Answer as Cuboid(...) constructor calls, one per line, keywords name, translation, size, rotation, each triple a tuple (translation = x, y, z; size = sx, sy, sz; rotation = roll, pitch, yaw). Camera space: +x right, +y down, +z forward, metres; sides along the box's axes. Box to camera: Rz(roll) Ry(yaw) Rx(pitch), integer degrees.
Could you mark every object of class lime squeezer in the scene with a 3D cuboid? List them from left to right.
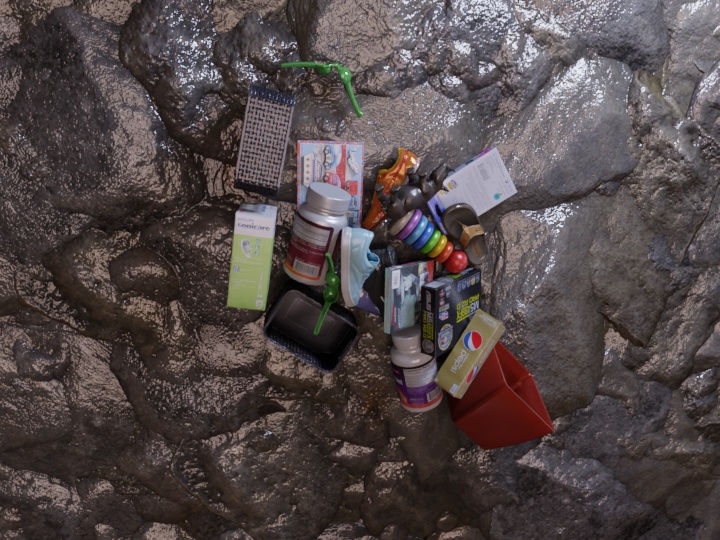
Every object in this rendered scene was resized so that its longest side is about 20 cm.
Cuboid(name="lime squeezer", translation=(-0.072, 0.038, 1.185), size=(0.070, 0.038, 0.202), rotation=(-23, 134, -44))
Cuboid(name="lime squeezer", translation=(-0.066, -0.411, 1.162), size=(0.198, 0.038, 0.071), rotation=(29, 132, -13))

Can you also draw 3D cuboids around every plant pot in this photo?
Cuboid(name="plant pot", translation=(0.320, 0.312, 1.336), size=(0.176, 0.201, 0.200), rotation=(-39, 113, 19))

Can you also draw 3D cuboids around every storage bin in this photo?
Cuboid(name="storage bin", translation=(-0.196, -0.265, 1.125), size=(0.092, 0.135, 0.203), rotation=(10, 104, -10))
Cuboid(name="storage bin", translation=(-0.115, 0.129, 1.279), size=(0.199, 0.094, 0.136), rotation=(32, 99, -15))

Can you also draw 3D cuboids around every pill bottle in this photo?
Cuboid(name="pill bottle", translation=(-0.093, -0.081, 1.197), size=(0.112, 0.115, 0.202), rotation=(14, 113, -11))
Cuboid(name="pill bottle", translation=(0.131, 0.227, 1.318), size=(0.110, 0.112, 0.203), rotation=(-14, 113, -3))

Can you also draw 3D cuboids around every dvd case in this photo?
Cuboid(name="dvd case", translation=(0.124, 0.052, 1.256), size=(0.199, 0.022, 0.149), rotation=(-14, 108, -48))

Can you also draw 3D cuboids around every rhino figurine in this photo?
Cuboid(name="rhino figurine", translation=(0.124, -0.177, 1.181), size=(0.198, 0.060, 0.088), rotation=(-29, 131, -18))

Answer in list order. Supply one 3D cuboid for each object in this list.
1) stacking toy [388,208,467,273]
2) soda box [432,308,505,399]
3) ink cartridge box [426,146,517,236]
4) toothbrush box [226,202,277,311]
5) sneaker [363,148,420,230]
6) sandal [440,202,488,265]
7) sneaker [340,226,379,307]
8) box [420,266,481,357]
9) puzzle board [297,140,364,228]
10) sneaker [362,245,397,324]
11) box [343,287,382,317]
Cuboid(name="stacking toy", translation=(0.162, -0.064, 1.253), size=(0.199, 0.085, 0.086), rotation=(37, 98, -8))
Cuboid(name="soda box", translation=(0.254, 0.195, 1.276), size=(0.201, 0.064, 0.068), rotation=(-57, 149, 0))
Cuboid(name="ink cartridge box", translation=(0.248, -0.181, 1.265), size=(0.198, 0.042, 0.120), rotation=(-32, 109, 1))
Cuboid(name="toothbrush box", translation=(-0.233, -0.034, 1.191), size=(0.085, 0.146, 0.203), rotation=(8, 105, -9))
Cuboid(name="sneaker", translation=(0.058, -0.181, 1.236), size=(0.077, 0.073, 0.202), rotation=(32, 93, 2))
Cuboid(name="sandal", translation=(0.250, -0.076, 1.258), size=(0.081, 0.055, 0.201), rotation=(-32, 128, 2))
Cuboid(name="sneaker", translation=(0.000, 0.000, 1.186), size=(0.081, 0.074, 0.202), rotation=(3, 130, 5))
Cuboid(name="box", translation=(0.213, 0.091, 1.274), size=(0.199, 0.044, 0.163), rotation=(-18, 112, -46))
Cuboid(name="puzzle board", translation=(-0.068, -0.188, 1.236), size=(0.148, 0.017, 0.203), rotation=(0, 105, -7))
Cuboid(name="sneaker", translation=(0.046, 0.041, 1.260), size=(0.089, 0.076, 0.203), rotation=(-3, 108, 13))
Cuboid(name="box", translation=(0.072, 0.054, 1.314), size=(0.197, 0.032, 0.123), rotation=(20, 102, -13))
